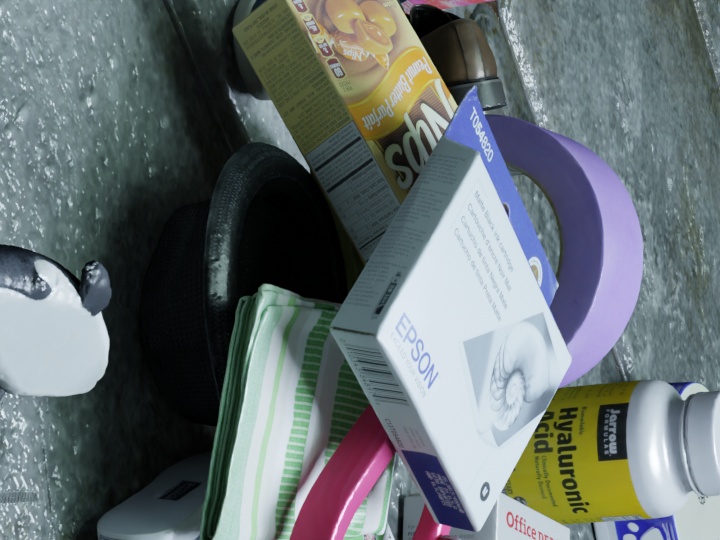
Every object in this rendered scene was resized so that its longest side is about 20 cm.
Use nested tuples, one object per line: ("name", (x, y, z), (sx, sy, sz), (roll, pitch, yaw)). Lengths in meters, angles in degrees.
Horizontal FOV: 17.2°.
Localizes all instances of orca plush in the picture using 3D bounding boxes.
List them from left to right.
("orca plush", (-0.208, 0.017, 1.290), (0.106, 0.071, 0.200), (-55, 153, 16))

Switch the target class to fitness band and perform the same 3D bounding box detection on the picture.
("fitness band", (0.016, 0.163, 1.477), (0.200, 0.037, 0.144), (-55, 141, -39))

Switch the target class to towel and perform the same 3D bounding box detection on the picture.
("towel", (-0.026, 0.091, 1.440), (0.200, 0.023, 0.154), (10, 90, -61))

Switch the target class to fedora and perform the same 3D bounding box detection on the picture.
("fedora", (-0.081, 0.024, 1.484), (0.200, 0.091, 0.202), (25, 61, -60))

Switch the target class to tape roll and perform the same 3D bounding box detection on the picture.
("tape roll", (0.101, -0.010, 1.745), (0.085, 0.199, 0.202), (10, 75, -62))

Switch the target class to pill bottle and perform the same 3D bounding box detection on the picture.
("pill bottle", (0.203, 0.146, 1.915), (0.111, 0.199, 0.112), (28, 59, -59))

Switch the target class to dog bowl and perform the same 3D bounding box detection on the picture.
("dog bowl", (0.282, 0.204, 2.201), (0.200, 0.078, 0.202), (26, 60, -60))

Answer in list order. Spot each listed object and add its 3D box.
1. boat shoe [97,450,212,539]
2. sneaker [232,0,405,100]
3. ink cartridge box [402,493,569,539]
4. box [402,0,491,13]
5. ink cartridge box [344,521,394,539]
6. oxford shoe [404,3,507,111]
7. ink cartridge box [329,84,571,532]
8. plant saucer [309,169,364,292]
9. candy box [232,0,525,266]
("boat shoe", (-0.093, 0.160, 1.455), (0.200, 0.071, 0.066), (-31, 121, -65))
("sneaker", (-0.021, -0.180, 1.667), (0.200, 0.084, 0.075), (-52, 129, -55))
("ink cartridge box", (0.094, 0.278, 1.792), (0.147, 0.082, 0.202), (31, 57, -57))
("box", (0.032, -0.276, 1.786), (0.200, 0.095, 0.101), (27, 59, -59))
("ink cartridge box", (-0.019, 0.255, 1.564), (0.201, 0.084, 0.146), (67, 31, -29))
("oxford shoe", (0.054, -0.151, 1.731), (0.200, 0.072, 0.085), (176, -98, -71))
("ink cartridge box", (0.071, 0.024, 1.467), (0.201, 0.040, 0.200), (-61, 142, -29))
("plant saucer", (0.000, 0.000, 1.610), (0.200, 0.031, 0.202), (169, -90, -84))
("candy box", (0.013, -0.091, 1.531), (0.115, 0.055, 0.201), (-22, 80, -53))
